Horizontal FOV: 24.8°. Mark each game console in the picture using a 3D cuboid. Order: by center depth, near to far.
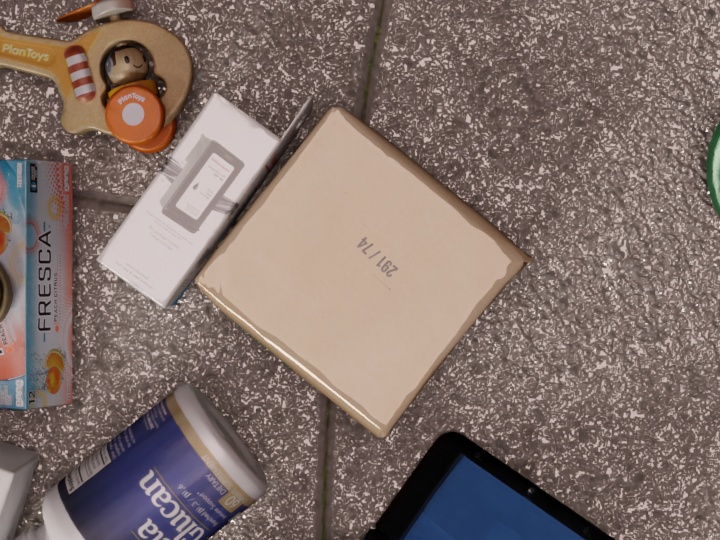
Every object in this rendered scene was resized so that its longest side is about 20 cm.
[{"bbox_3d":[0.070,0.230,1.264,0.200,0.172,0.119,32,114,34],"label":"game console"}]

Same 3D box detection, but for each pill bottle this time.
[{"bbox_3d":[-0.182,0.193,1.305,0.200,0.111,0.111,-38,90,0],"label":"pill bottle"}]

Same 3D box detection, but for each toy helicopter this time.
[{"bbox_3d":[-0.232,-0.178,1.324,0.199,0.079,0.133,12,89,3],"label":"toy helicopter"}]

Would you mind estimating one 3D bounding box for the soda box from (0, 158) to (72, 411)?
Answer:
[{"bbox_3d":[-0.276,0.011,1.318,0.063,0.068,0.201,-1,89,24],"label":"soda box"}]

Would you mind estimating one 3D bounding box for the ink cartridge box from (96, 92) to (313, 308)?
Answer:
[{"bbox_3d":[-0.120,-0.071,1.304,0.068,0.116,0.200,36,89,-2],"label":"ink cartridge box"}]

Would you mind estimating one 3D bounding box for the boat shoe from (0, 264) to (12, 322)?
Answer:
[{"bbox_3d":[-0.363,-0.012,1.288,0.199,0.068,0.072,29,101,25],"label":"boat shoe"}]

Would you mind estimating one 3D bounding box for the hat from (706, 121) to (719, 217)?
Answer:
[{"bbox_3d":[0.397,-0.125,1.359,0.166,0.176,0.200,42,127,-2],"label":"hat"}]

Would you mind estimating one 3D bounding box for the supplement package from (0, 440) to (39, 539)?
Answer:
[{"bbox_3d":[-0.374,0.176,1.300,0.199,0.117,0.117,18,89,-1],"label":"supplement package"}]

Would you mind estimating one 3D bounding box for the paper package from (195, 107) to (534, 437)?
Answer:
[{"bbox_3d":[0.000,0.000,1.312,0.200,0.103,0.191,39,89,-1],"label":"paper package"}]
